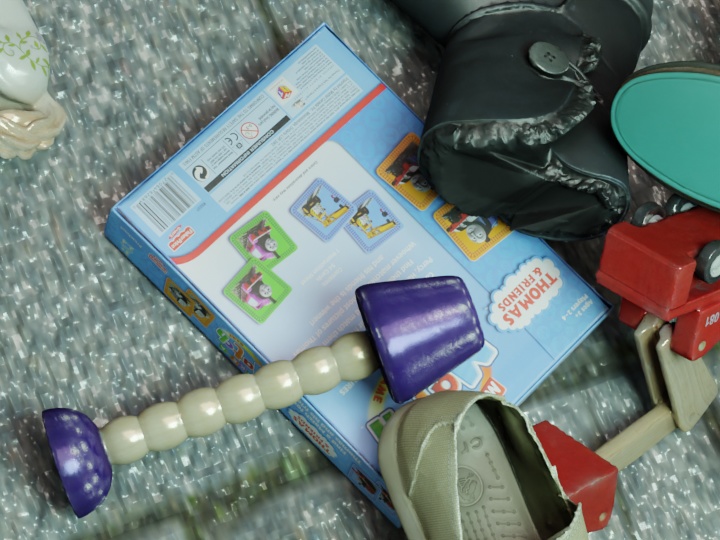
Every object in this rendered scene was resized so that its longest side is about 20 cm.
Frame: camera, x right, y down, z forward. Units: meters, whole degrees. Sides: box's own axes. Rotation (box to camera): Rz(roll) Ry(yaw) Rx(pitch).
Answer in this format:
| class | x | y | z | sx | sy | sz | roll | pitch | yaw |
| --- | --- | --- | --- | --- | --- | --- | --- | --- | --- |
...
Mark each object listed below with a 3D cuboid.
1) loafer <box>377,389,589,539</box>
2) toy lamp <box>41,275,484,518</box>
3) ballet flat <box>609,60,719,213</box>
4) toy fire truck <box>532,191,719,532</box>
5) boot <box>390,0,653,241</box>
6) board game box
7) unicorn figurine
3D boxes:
| class | x | y | z | sx | sy | sz | roll | pitch | yaw |
| --- | --- | --- | --- | --- | --- | --- | --- | --- | --- |
| loafer | 0.071 | 0.139 | 1.124 | 0.075 | 0.068 | 0.201 | -23 | 76 | -27 |
| toy lamp | -0.042 | 0.052 | 1.161 | 0.199 | 0.058 | 0.059 | -19 | 74 | -4 |
| ballet flat | 0.213 | -0.050 | 1.184 | 0.199 | 0.068 | 0.068 | 18 | 105 | 23 |
| toy fire truck | 0.150 | 0.035 | 1.227 | 0.049 | 0.142 | 0.199 | 32 | 36 | 34 |
| boot | 0.049 | -0.112 | 1.247 | 0.199 | 0.077 | 0.169 | 27 | 41 | -9 |
| board game box | 0.000 | 0.000 | 1.236 | 0.200 | 0.037 | 0.151 | 44 | 65 | 6 |
| unicorn figurine | -0.191 | -0.140 | 1.231 | 0.137 | 0.074 | 0.201 | -11 | 85 | -29 |
